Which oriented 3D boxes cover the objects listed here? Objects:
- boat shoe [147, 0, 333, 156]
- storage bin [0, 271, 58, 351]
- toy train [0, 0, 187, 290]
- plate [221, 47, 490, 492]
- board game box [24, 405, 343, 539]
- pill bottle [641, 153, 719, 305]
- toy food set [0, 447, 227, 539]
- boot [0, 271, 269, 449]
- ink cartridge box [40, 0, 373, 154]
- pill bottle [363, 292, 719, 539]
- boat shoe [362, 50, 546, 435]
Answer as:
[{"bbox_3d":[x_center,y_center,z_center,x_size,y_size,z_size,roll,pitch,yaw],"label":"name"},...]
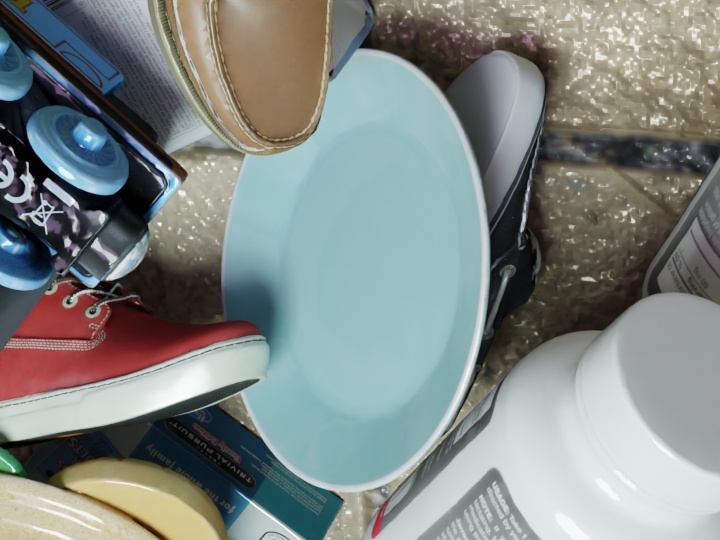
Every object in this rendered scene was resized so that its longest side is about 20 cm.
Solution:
[{"bbox_3d":[-0.043,-0.136,0.719,0.068,0.072,0.201,24,129,55],"label":"boat shoe"},{"bbox_3d":[-0.237,-0.011,0.829,0.200,0.134,0.146,43,114,6],"label":"storage bin"},{"bbox_3d":[-0.160,-0.078,0.772,0.200,0.114,0.087,40,116,-4],"label":"toy train"},{"bbox_3d":[0.000,0.000,0.839,0.200,0.025,0.201,-6,83,53],"label":"plate"},{"bbox_3d":[-0.126,0.154,1.020,0.151,0.047,0.200,37,124,-2],"label":"board game box"},{"bbox_3d":[0.189,-0.003,0.775,0.113,0.114,0.200,29,125,2],"label":"pill bottle"},{"bbox_3d":[-0.163,0.155,0.952,0.197,0.049,0.200,11,141,8],"label":"toy food set"},{"bbox_3d":[-0.137,0.008,0.904,0.199,0.072,0.145,-11,83,32],"label":"boot"},{"bbox_3d":[-0.115,-0.121,0.843,0.199,0.076,0.137,-22,108,27],"label":"ink cartridge box"},{"bbox_3d":[0.087,0.094,0.753,0.111,0.111,0.200,36,138,-2],"label":"pill bottle"},{"bbox_3d":[0.051,-0.005,0.857,0.068,0.072,0.201,11,112,-26],"label":"boat shoe"}]
